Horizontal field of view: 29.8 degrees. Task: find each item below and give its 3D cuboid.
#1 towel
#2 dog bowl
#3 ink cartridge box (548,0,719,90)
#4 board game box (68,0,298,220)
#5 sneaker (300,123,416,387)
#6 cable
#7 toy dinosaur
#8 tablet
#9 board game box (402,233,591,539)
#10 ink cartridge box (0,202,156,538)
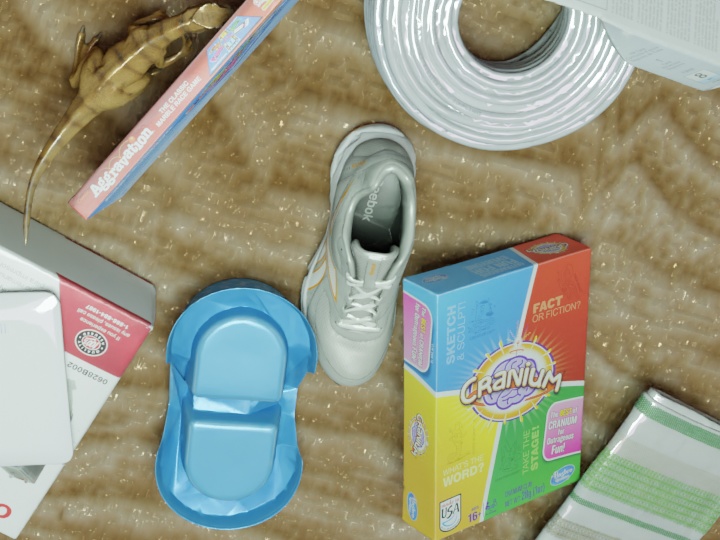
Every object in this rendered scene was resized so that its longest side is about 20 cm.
[{"bbox_3d":[0.225,0.194,1.107,0.149,0.031,0.200,25,108,-30],"label":"towel"},{"bbox_3d":[-0.096,0.097,1.024,0.111,0.050,0.201,4,111,-10],"label":"dog bowl"},{"bbox_3d":[0.170,-0.219,0.872,0.200,0.047,0.161,13,76,-28],"label":"ink cartridge box"},{"bbox_3d":[-0.114,-0.119,0.907,0.019,0.103,0.200,42,100,-6],"label":"board game box"},{"bbox_3d":[0.000,0.000,0.976,0.075,0.092,0.201,3,111,-8],"label":"sneaker"},{"bbox_3d":[0.102,-0.182,0.931,0.199,0.069,0.200,0,111,-8],"label":"cable"},{"bbox_3d":[-0.172,-0.121,0.896,0.200,0.106,0.060,-44,111,10],"label":"toy dinosaur"},{"bbox_3d":[-0.300,0.079,0.917,0.199,0.014,0.130,-2,110,-4],"label":"tablet"},{"bbox_3d":[0.102,0.086,1.017,0.153,0.040,0.201,-16,116,-33],"label":"board game box"},{"bbox_3d":[-0.259,0.072,0.972,0.147,0.083,0.200,29,105,-18],"label":"ink cartridge box"}]
